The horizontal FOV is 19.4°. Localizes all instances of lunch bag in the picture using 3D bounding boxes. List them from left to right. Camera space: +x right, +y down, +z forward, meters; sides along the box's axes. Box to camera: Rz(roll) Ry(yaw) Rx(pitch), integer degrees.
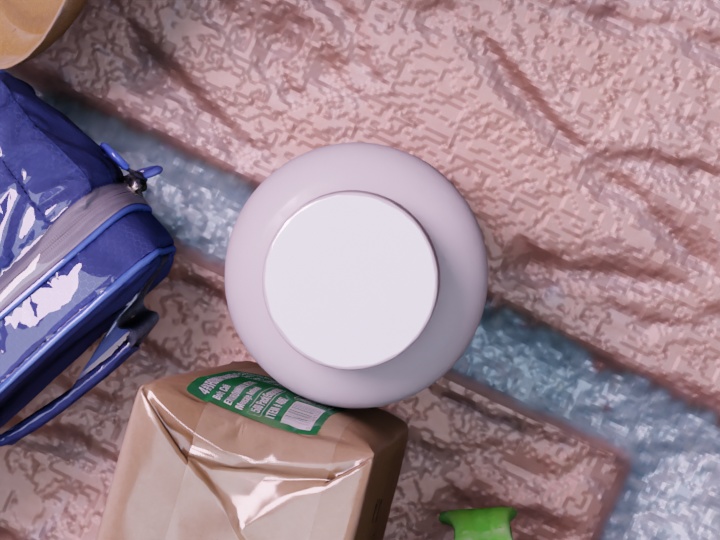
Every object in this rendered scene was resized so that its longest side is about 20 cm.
[{"bbox_3d":[-0.172,0.011,0.953,0.200,0.136,0.132,-40,91,2],"label":"lunch bag"}]

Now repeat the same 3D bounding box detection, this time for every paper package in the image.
[{"bbox_3d":[-0.054,0.142,0.919,0.103,0.200,0.191,15,92,7],"label":"paper package"}]

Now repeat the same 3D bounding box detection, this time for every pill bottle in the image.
[{"bbox_3d":[0.000,0.000,0.913,0.110,0.200,0.111,0,92,3],"label":"pill bottle"}]

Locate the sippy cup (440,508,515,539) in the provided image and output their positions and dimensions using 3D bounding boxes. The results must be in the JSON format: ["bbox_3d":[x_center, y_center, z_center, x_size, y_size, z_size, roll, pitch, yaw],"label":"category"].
[{"bbox_3d":[0.058,0.206,0.946,0.139,0.130,0.178,32,93,-1],"label":"sippy cup"}]

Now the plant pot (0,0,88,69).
[{"bbox_3d":[-0.147,-0.189,0.935,0.027,0.200,0.201,1,93,-32],"label":"plant pot"}]
